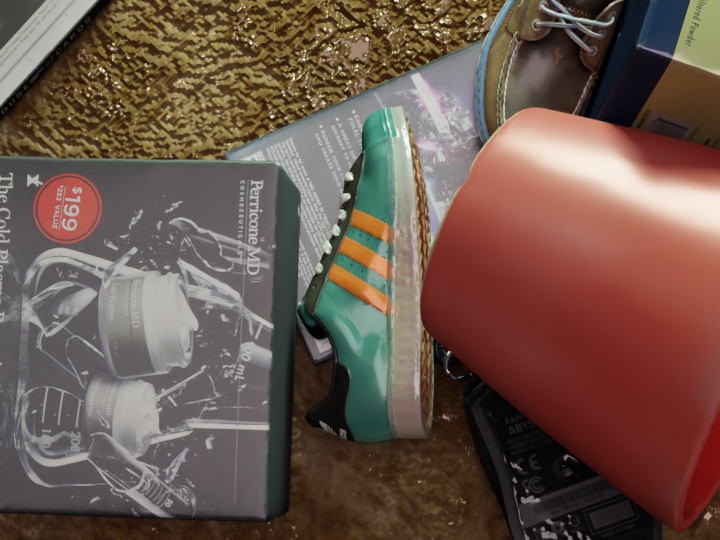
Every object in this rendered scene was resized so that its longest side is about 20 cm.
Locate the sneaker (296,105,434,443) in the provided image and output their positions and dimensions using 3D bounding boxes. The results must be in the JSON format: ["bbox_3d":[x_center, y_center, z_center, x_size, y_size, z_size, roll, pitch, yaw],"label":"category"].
[{"bbox_3d":[0.000,0.000,0.909,0.079,0.071,0.202,-3,74,10],"label":"sneaker"}]

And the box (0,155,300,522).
[{"bbox_3d":[-0.131,0.040,0.896,0.180,0.104,0.202,1,85,4],"label":"box"}]

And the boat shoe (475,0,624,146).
[{"bbox_3d":[0.121,-0.157,0.934,0.072,0.072,0.202,18,76,-7],"label":"boat shoe"}]

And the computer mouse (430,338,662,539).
[{"bbox_3d":[0.120,0.103,0.926,0.137,0.053,0.202,-14,72,-3],"label":"computer mouse"}]

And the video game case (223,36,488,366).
[{"bbox_3d":[0.033,-0.047,0.960,0.199,0.019,0.144,-24,83,-4],"label":"video game case"}]

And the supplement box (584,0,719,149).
[{"bbox_3d":[0.245,-0.112,0.871,0.198,0.200,0.135,19,75,2],"label":"supplement box"}]

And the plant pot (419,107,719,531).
[{"bbox_3d":[0.142,0.010,0.838,0.176,0.200,0.201,28,83,22],"label":"plant pot"}]

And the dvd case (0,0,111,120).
[{"bbox_3d":[-0.274,-0.191,0.978,0.200,0.025,0.150,41,84,5],"label":"dvd case"}]
